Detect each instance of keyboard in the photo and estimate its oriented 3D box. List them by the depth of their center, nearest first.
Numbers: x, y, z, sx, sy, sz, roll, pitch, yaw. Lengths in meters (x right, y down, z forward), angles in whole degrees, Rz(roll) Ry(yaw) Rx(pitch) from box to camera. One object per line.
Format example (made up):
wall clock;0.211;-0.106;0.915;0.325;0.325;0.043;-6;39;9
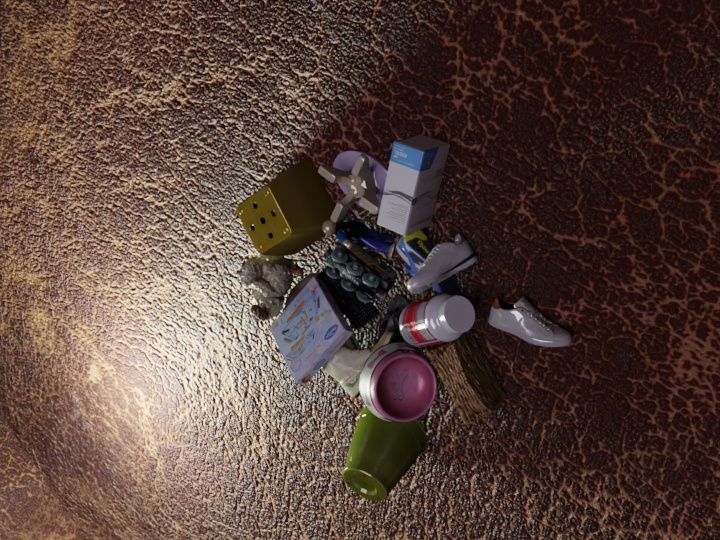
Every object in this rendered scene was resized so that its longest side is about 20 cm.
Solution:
keyboard;-0.028;0.050;1.749;0.104;0.040;0.200;-38;65;-7

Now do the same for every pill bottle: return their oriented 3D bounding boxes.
pill bottle;0.182;0.118;1.592;0.113;0.111;0.200;63;152;-1

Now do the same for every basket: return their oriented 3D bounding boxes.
basket;0.233;0.273;1.636;0.148;0.142;0.202;-29;89;34

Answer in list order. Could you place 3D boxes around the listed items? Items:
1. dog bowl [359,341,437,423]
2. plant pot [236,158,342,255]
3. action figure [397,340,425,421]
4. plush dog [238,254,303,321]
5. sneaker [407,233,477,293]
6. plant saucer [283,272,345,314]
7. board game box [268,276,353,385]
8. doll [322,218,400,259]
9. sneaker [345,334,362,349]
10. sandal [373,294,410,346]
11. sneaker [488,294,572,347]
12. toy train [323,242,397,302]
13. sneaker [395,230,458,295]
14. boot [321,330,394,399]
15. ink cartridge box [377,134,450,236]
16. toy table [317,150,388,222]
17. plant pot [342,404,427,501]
dog bowl;0.101;0.281;1.643;0.074;0.198;0.203;-167;60;-73
plant pot;-0.202;-0.149;1.749;0.199;0.176;0.202;-28;90;34
action figure;0.094;0.294;1.751;0.191;0.105;0.202;18;122;11
plush dog;-0.244;0.052;1.837;0.158;0.200;0.174;16;107;7
sneaker;0.179;-0.014;1.557;0.081;0.199;0.076;61;152;2
plant saucer;-0.120;0.104;1.814;0.198;0.032;0.203;-14;62;26
board game box;-0.132;0.156;1.735;0.200;0.041;0.200;-47;49;17
doll;-0.005;-0.087;1.677;0.198;0.137;0.049;19;126;12
sneaker;-0.057;0.203;1.816;0.201;0.080;0.076;52;138;9
sandal;0.082;0.157;1.749;0.075;0.048;0.202;29;119;21
sneaker;0.389;0.112;1.530;0.198;0.073;0.086;18;117;27
toy train;0.000;0.000;1.710;0.199;0.114;0.086;37;134;19
sneaker;0.162;-0.010;1.634;0.201;0.074;0.082;53;143;-2
boot;-0.016;0.207;1.724;0.154;0.072;0.201;36;101;15
ink cartridge box;0.123;-0.199;1.551;0.083;0.145;0.202;23;116;24
toy table;-0.008;-0.210;1.646;0.198;0.117;0.186;26;118;21
plant pot;0.050;0.484;1.748;0.198;0.194;0.202;18;137;18
